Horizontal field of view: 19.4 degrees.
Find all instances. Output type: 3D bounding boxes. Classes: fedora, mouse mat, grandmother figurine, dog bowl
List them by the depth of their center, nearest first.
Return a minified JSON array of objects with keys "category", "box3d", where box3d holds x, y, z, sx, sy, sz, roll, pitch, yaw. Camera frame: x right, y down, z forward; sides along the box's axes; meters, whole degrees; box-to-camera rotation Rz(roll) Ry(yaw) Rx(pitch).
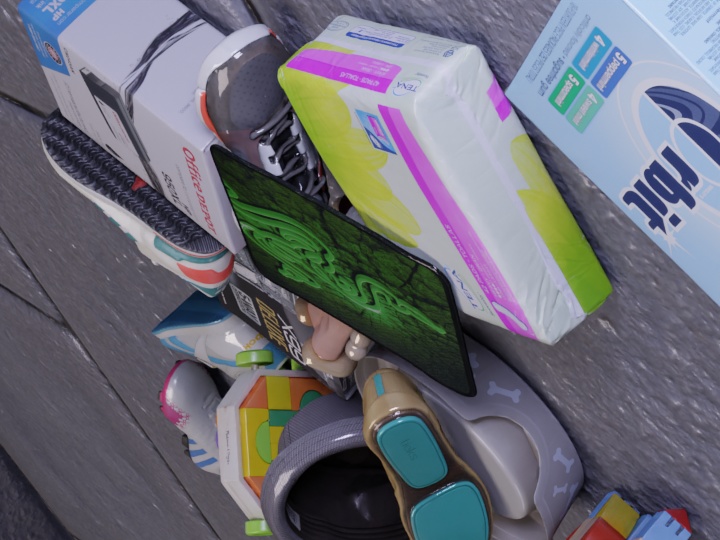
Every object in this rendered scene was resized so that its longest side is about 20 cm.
[{"category":"mouse mat","box3d":[-0.011,0.002,1.385,0.200,0.008,0.161,31,158,28]},{"category":"grandmother figurine","box3d":[0.000,0.000,1.493,0.200,0.060,0.122,124,132,-62]},{"category":"dog bowl","box3d":[0.086,0.121,1.587,0.200,0.059,0.200,42,162,16]},{"category":"fedora","box3d":[0.008,0.166,1.752,0.177,0.199,0.091,-61,28,33]}]

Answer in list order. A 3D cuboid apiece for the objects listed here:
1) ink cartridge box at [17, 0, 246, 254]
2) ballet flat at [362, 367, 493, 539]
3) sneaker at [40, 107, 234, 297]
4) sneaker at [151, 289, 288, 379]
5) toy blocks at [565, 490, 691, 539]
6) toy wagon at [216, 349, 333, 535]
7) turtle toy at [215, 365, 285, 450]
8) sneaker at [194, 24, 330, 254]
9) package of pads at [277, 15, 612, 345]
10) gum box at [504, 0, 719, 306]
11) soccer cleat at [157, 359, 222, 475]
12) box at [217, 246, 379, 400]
[{"category":"ink cartridge box","box3d":[-0.141,-0.126,1.531,0.200,0.084,0.145,38,161,25]},{"category":"ballet flat","box3d":[0.050,0.144,1.552,0.063,0.068,0.200,-111,-1,-46]},{"category":"sneaker","box3d":[-0.173,-0.050,1.628,0.199,0.070,0.094,36,151,24]},{"category":"sneaker","box3d":[-0.129,0.060,1.924,0.081,0.077,0.200,50,164,-16]},{"category":"toy blocks","box3d":[0.165,0.219,1.506,0.100,0.137,0.200,41,169,3]},{"category":"toy wagon","box3d":[-0.045,0.149,1.826,0.039,0.156,0.199,-12,168,42]},{"category":"turtle toy","box3d":[-0.080,0.167,1.998,0.146,0.101,0.200,43,162,13]},{"category":"sneaker","box3d":[-0.050,-0.078,1.411,0.082,0.077,0.200,43,160,36]},{"category":"package of pads","box3d":[0.048,-0.055,1.275,0.154,0.068,0.200,21,149,53]},{"category":"gum box","box3d":[0.171,-0.059,1.021,0.200,0.045,0.170,46,162,6]},{"category":"soccer cleat","box3d":[-0.153,0.158,2.229,0.086,0.070,0.200,22,156,20]},{"category":"box","box3d":[-0.066,-0.004,1.678,0.158,0.050,0.200,37,159,31]}]
